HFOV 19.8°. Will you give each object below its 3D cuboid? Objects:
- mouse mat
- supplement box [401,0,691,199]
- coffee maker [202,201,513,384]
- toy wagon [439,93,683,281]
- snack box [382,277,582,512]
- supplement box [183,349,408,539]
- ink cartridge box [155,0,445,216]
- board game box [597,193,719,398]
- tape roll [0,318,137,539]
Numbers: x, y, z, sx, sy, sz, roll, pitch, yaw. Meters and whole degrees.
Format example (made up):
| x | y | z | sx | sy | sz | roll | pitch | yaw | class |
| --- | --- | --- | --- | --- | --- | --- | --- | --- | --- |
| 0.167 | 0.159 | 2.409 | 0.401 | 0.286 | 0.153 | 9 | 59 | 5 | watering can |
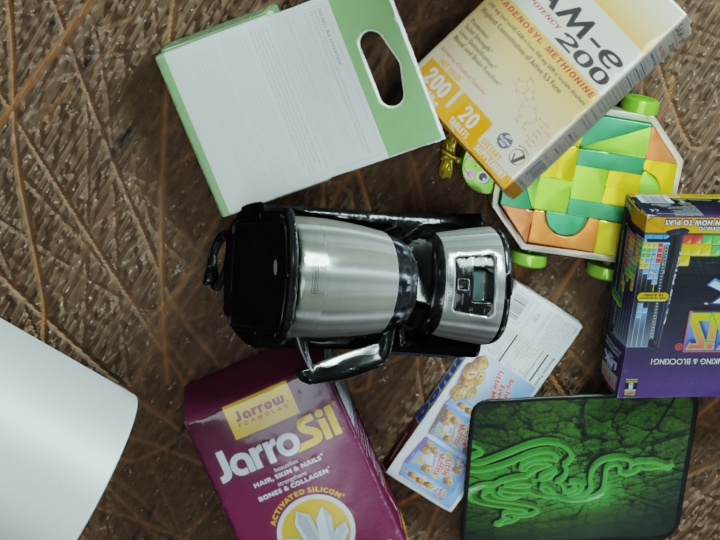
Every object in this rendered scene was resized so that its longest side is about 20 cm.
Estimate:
| x | y | z | sx | sy | sz | roll | pitch | yaw | class |
| --- | --- | --- | --- | --- | --- | --- | --- | --- | --- |
| 0.187 | 0.172 | 1.775 | 0.198 | 0.008 | 0.162 | -2 | 123 | -6 | mouse mat |
| 0.149 | -0.172 | 1.645 | 0.200 | 0.074 | 0.126 | -44 | 78 | 5 | supplement box |
| 0.000 | 0.000 | 1.668 | 0.199 | 0.192 | 0.136 | 4 | 112 | -24 | coffee maker |
| 0.164 | -0.076 | 1.714 | 0.198 | 0.040 | 0.156 | 8 | 104 | -8 | toy wagon |
| 0.104 | 0.108 | 1.765 | 0.072 | 0.024 | 0.201 | 32 | 100 | -15 | snack box |
| -0.051 | 0.172 | 1.727 | 0.130 | 0.103 | 0.201 | -24 | 105 | 3 | supplement box |
| -0.046 | -0.143 | 1.651 | 0.199 | 0.048 | 0.146 | -19 | 106 | 12 | ink cartridge box |
| 0.309 | 0.022 | 1.722 | 0.198 | 0.057 | 0.167 | -1 | 112 | -14 | board game box |
| -0.285 | 0.155 | 1.650 | 0.139 | 0.203 | 0.203 | 30 | 100 | -12 | tape roll |
